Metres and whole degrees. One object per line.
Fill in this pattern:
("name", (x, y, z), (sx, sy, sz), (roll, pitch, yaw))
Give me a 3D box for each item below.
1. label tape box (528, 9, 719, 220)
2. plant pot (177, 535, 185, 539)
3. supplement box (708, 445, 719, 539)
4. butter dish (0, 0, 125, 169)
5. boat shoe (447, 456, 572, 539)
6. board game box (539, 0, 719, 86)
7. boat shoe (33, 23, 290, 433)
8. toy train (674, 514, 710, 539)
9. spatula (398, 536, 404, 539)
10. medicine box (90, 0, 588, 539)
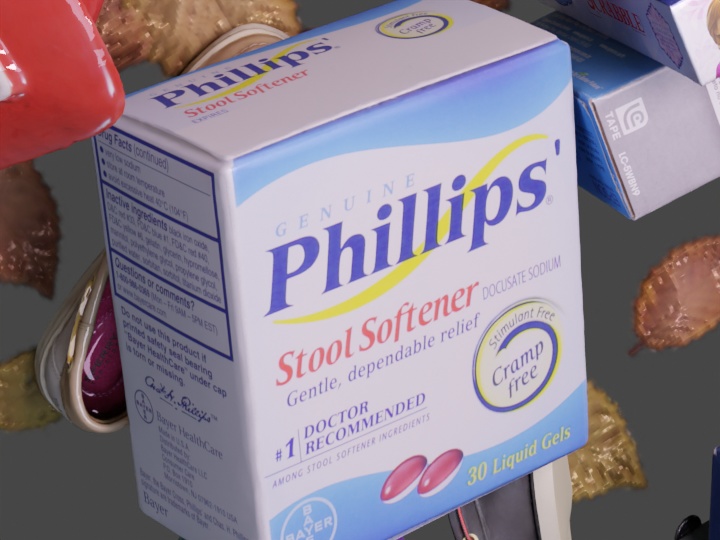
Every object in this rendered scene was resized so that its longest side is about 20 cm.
("label tape box", (0.173, -0.106, 1.275), (0.200, 0.144, 0.063), (-27, 110, -8))
("plant pot", (-0.005, 0.220, 1.274), (0.161, 0.201, 0.201), (6, 103, -13))
("supplement box", (0.279, 0.174, 1.353), (0.199, 0.134, 0.201), (-11, 109, -38))
("butter dish", (-0.187, -0.145, 1.167), (0.199, 0.148, 0.200), (-15, 115, 35))
("boat shoe", (0.076, 0.159, 1.364), (0.063, 0.074, 0.202), (-5, 114, 11))
("board game box", (0.187, -0.162, 1.236), (0.200, 0.200, 0.041), (-29, 111, -8))
("boat shoe", (-0.075, -0.013, 1.267), (0.074, 0.069, 0.200), (25, 96, -21))
("toy train", (0.158, 0.145, 1.359), (0.200, 0.034, 0.046), (-31, 132, -34))
("spatula", (0.034, 0.191, 1.379), (0.056, 0.021, 0.200), (-32, 115, 10))
("medicine box", (-0.005, 0.005, 1.217), (0.182, 0.103, 0.200), (-22, 121, -32))
